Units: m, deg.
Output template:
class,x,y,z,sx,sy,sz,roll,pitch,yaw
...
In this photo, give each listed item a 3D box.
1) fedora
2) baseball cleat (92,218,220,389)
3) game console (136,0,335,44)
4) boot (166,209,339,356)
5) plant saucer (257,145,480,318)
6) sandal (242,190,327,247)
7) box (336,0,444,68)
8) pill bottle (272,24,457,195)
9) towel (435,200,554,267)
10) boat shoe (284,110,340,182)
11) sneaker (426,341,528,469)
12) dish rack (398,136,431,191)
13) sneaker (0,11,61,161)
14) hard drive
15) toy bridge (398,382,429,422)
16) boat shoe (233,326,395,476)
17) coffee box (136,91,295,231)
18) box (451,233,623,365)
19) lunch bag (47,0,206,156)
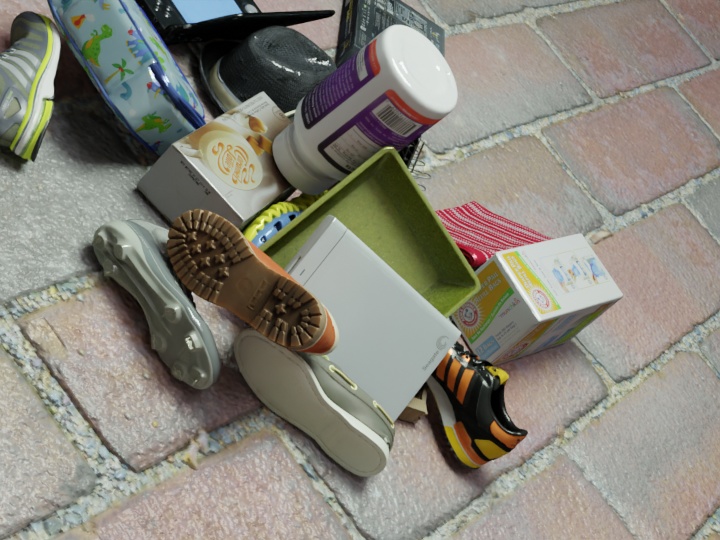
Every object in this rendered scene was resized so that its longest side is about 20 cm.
class,x,y,z,sx,sy,sz,roll,pitch,yaw
fedora,-0.097,-0.237,1.718,0.200,0.092,0.201,27,39,-24
baseball cleat,-0.181,0.024,1.388,0.106,0.070,0.200,-18,69,-52
game console,-0.164,-0.346,1.743,0.200,0.116,0.176,-15,65,-52
boot,-0.105,0.018,1.376,0.200,0.075,0.107,39,2,21
plant saucer,0.000,0.000,1.500,0.200,0.200,0.048,56,-13,-21
sandal,-0.074,-0.030,1.550,0.087,0.079,0.200,52,37,5
box,0.046,-0.315,1.983,0.157,0.051,0.201,29,37,-21
pill bottle,-0.001,-0.166,1.512,0.111,0.200,0.112,31,41,-32
towel,0.144,-0.049,1.774,0.144,0.023,0.200,27,23,33
boat shoe,-0.028,-0.147,1.703,0.201,0.074,0.063,11,21,-45
sneaker,0.119,0.113,1.546,0.070,0.090,0.201,-6,71,-60
dish rack,0.033,-0.108,1.615,0.054,0.201,0.154,10,31,-24
sneaker,-0.359,-0.203,1.440,0.081,0.074,0.201,18,40,-26
hard drive,-0.002,0.056,1.469,0.200,0.132,0.027,42,-7,-24
toy bridge,0.052,0.086,1.598,0.067,0.027,0.201,22,41,-33
boat shoe,-0.045,0.124,1.424,0.202,0.072,0.060,44,35,-9
coffee box,-0.139,-0.109,1.555,0.114,0.080,0.200,48,35,1
box,0.216,0.036,1.740,0.200,0.112,0.102,-11,64,-50
lunch bag,-0.252,-0.228,1.519,0.200,0.082,0.161,57,0,17
